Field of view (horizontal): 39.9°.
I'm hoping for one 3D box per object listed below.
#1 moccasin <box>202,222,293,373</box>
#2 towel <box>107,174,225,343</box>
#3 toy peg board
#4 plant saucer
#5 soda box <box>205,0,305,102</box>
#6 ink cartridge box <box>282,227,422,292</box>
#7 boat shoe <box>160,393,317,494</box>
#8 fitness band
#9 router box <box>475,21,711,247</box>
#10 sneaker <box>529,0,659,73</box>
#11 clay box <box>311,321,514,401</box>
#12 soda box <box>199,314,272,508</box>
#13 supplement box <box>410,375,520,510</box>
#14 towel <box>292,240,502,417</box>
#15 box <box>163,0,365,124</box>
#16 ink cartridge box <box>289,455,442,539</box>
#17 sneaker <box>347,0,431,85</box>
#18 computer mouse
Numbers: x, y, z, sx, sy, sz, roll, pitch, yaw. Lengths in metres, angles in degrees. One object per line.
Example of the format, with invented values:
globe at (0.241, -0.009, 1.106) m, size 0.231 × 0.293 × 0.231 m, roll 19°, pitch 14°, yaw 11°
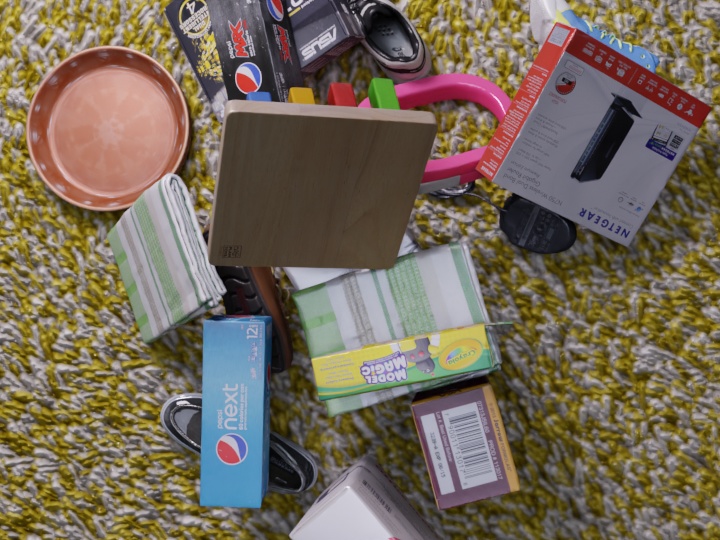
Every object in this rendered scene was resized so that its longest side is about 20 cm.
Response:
moccasin at (-0.121, 0.026, 1.137) m, size 0.074 × 0.078 × 0.201 m, roll -12°, pitch 110°, yaw 30°
towel at (-0.221, -0.009, 1.108) m, size 0.031 × 0.200 × 0.149 m, roll -15°, pitch 83°, yaw -34°
toy peg board at (-0.049, -0.105, 1.000) m, size 0.199 × 0.200 × 0.098 m, roll 1°, pitch 46°, yaw -15°
plant saucer at (-0.302, -0.169, 1.197) m, size 0.200 × 0.032 × 0.200 m, roll 0°, pitch 86°, yaw 5°
soda box at (-0.115, -0.246, 1.091) m, size 0.071 × 0.063 × 0.200 m, roll -10°, pitch 94°, yaw 27°
ink cartridge box at (0.000, 0.000, 1.138) m, size 0.146 × 0.085 × 0.200 m, roll -32°, pitch 84°, yaw 2°
boat shoe at (-0.141, 0.197, 1.142) m, size 0.200 × 0.071 × 0.072 m, roll 22°, pitch 88°, yaw 5°
fitness band at (0.085, -0.159, 1.123) m, size 0.200 × 0.037 × 0.144 m, roll -16°, pitch 58°, yaw -15°
router box at (0.254, -0.144, 1.080) m, size 0.200 × 0.049 × 0.180 m, roll 21°, pitch 105°, yaw -24°
sneaker at (0.276, -0.247, 1.142) m, size 0.105 × 0.076 × 0.200 m, roll -29°, pitch 97°, yaw -8°
clay box at (0.059, 0.089, 1.005) m, size 0.200 × 0.115 × 0.048 m, roll -11°, pitch 87°, yaw 6°
soda box at (-0.134, 0.150, 1.072) m, size 0.068 × 0.064 × 0.200 m, roll 2°, pitch 92°, yaw 1°
supplement box at (0.110, 0.177, 1.060) m, size 0.086 × 0.200 × 0.110 m, roll -15°, pitch 86°, yaw 4°
towel at (0.040, 0.063, 1.080) m, size 0.200 × 0.031 × 0.149 m, roll -17°, pitch 85°, yaw 5°
box at (-0.115, -0.287, 1.147) m, size 0.200 × 0.049 × 0.161 m, roll -28°, pitch 87°, yaw 26°
ink cartridge box at (0.015, 0.290, 1.062) m, size 0.084 × 0.200 × 0.145 m, roll -41°, pitch 85°, yaw 4°
sneaker at (0.010, -0.305, 1.154) m, size 0.076 × 0.088 × 0.200 m, roll -45°, pitch 83°, yaw 2°
computer mouse at (0.159, -0.076, 1.161) m, size 0.200 × 0.034 × 0.059 m, roll 27°, pitch 111°, yaw 10°
